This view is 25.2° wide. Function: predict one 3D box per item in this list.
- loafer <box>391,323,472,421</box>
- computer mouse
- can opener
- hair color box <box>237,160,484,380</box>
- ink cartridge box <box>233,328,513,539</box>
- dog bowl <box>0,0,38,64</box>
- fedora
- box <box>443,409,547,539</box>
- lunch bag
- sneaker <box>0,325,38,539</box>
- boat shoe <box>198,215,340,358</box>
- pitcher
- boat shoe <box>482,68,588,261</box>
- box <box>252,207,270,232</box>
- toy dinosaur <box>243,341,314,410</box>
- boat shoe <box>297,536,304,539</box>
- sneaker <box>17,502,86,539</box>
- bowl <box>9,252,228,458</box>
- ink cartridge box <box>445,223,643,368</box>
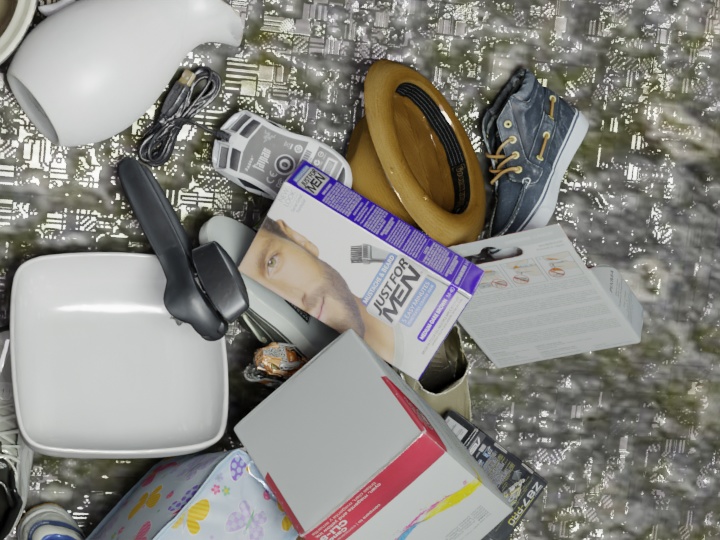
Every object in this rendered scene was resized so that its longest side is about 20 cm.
[{"bbox_3d":[0.072,0.110,1.598,0.076,0.068,0.200,-28,126,-17],"label":"loafer"},{"bbox_3d":[-0.103,-0.110,1.543,0.200,0.044,0.110,27,84,2],"label":"computer mouse"},{"bbox_3d":[-0.172,-0.021,1.507,0.079,0.063,0.200,-32,66,-3],"label":"can opener"},{"bbox_3d":[0.000,0.000,1.489,0.200,0.065,0.109,32,119,3],"label":"hair color box"},{"bbox_3d":[0.015,0.183,1.467,0.145,0.145,0.200,-42,139,3],"label":"ink cartridge box"},{"bbox_3d":[-0.390,-0.262,1.446,0.200,0.074,0.200,-2,98,-14],"label":"dog bowl"},{"bbox_3d":[0.042,-0.103,1.561,0.082,0.201,0.201,-26,107,30],"label":"fedora"},{"bbox_3d":[0.084,0.256,1.621,0.200,0.049,0.161,-54,135,-2],"label":"box"},{"bbox_3d":[-0.173,0.267,1.461,0.200,0.170,0.127,-45,104,-29],"label":"lunch bag"},{"bbox_3d":[-0.326,0.157,1.498,0.076,0.115,0.201,4,96,-15],"label":"sneaker"},{"bbox_3d":[-0.096,0.034,1.564,0.064,0.071,0.200,-28,114,34],"label":"boat shoe"},{"bbox_3d":[-0.236,-0.222,1.481,0.200,0.121,0.172,-38,85,-18],"label":"pitcher"},{"bbox_3d":[0.150,-0.103,1.587,0.091,0.071,0.200,38,56,-18],"label":"boat shoe"},{"bbox_3d":[0.002,-0.013,1.605,0.200,0.035,0.110,44,85,-16],"label":"box"},{"bbox_3d":[-0.032,0.137,1.555,0.200,0.102,0.136,37,116,-15],"label":"toy dinosaur"},{"bbox_3d":[-0.036,0.247,1.612,0.068,0.072,0.200,43,79,-2],"label":"boat shoe"},{"bbox_3d":[-0.262,0.319,1.553,0.075,0.088,0.200,-39,107,-8],"label":"sneaker"},{"bbox_3d":[-0.229,0.087,1.506,0.200,0.075,0.200,1,65,-18],"label":"bowl"},{"bbox_3d":[0.163,0.014,1.561,0.200,0.160,0.047,50,39,-41],"label":"ink cartridge box"}]
